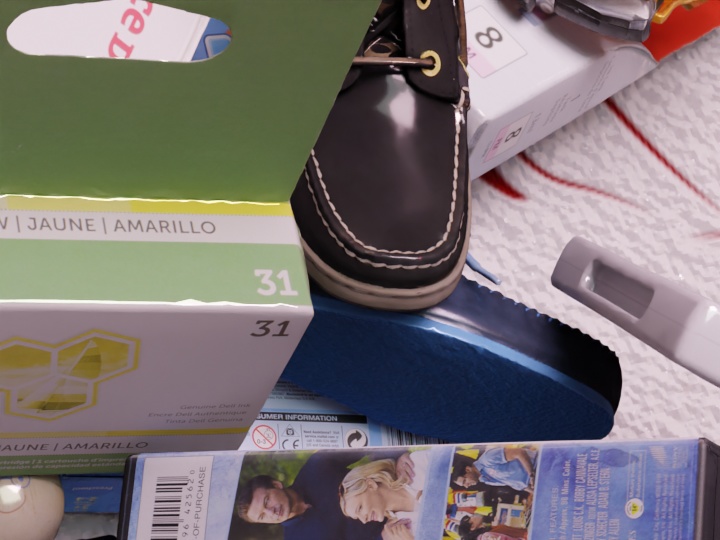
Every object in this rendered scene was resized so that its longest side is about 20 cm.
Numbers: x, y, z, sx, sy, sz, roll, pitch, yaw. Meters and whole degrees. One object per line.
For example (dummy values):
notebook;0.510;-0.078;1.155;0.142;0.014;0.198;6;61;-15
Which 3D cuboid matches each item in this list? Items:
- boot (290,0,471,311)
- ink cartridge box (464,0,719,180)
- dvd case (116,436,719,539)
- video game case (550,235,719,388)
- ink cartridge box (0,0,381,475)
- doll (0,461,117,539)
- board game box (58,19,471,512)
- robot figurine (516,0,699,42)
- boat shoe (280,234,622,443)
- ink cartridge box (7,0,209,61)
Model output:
boot;0.010;-0.105;0.753;0.073;0.151;0.201;4;54;-9
ink cartridge box;0.049;-0.135;0.922;0.200;0.057;0.163;-33;71;-35
dvd case;0.007;0.121;0.674;0.018;0.199;0.144;26;64;-55
video game case;0.163;0.052;0.731;0.199;0.182;0.023;28;93;-8
ink cartridge box;-0.083;-0.007;0.682;0.145;0.200;0.048;1;58;-21
doll;-0.072;0.143;0.755;0.136;0.048;0.201;-31;79;-9
board game box;-0.043;-0.011;0.861;0.150;0.037;0.201;3;64;-19
robot figurine;0.084;-0.171;0.887;0.145;0.058;0.200;-31;62;-24
boat shoe;0.000;0.000;0.803;0.199;0.084;0.069;22;55;-11
ink cartridge box;-0.156;-0.102;0.759;0.200;0.085;0.148;38;49;-20
